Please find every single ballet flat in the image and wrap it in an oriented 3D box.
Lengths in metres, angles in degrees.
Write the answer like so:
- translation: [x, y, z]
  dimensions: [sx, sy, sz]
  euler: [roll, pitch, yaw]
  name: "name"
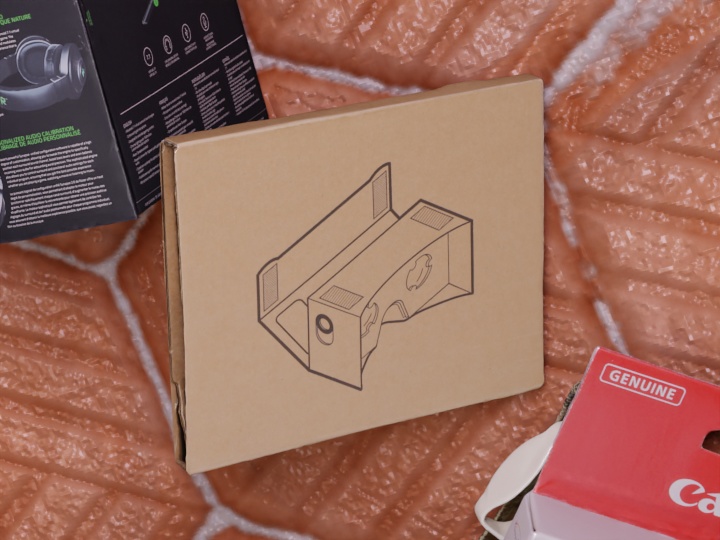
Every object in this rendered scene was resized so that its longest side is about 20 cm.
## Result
- translation: [0.083, 0.131, 1.460]
  dimensions: [0.068, 0.075, 0.200]
  euler: [53, 124, 43]
  name: "ballet flat"

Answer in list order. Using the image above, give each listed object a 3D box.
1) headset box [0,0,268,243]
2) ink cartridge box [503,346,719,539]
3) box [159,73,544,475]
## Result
- translation: [-0.138, -0.136, 1.393]
  dimensions: [0.092, 0.174, 0.201]
  euler: [-9, 105, 22]
  name: "headset box"
- translation: [0.171, 0.147, 1.416]
  dimensions: [0.199, 0.045, 0.177]
  euler: [18, 116, -10]
  name: "ink cartridge box"
- translation: [0.000, 0.000, 1.399]
  dimensions: [0.021, 0.199, 0.164]
  euler: [29, 125, 55]
  name: "box"
